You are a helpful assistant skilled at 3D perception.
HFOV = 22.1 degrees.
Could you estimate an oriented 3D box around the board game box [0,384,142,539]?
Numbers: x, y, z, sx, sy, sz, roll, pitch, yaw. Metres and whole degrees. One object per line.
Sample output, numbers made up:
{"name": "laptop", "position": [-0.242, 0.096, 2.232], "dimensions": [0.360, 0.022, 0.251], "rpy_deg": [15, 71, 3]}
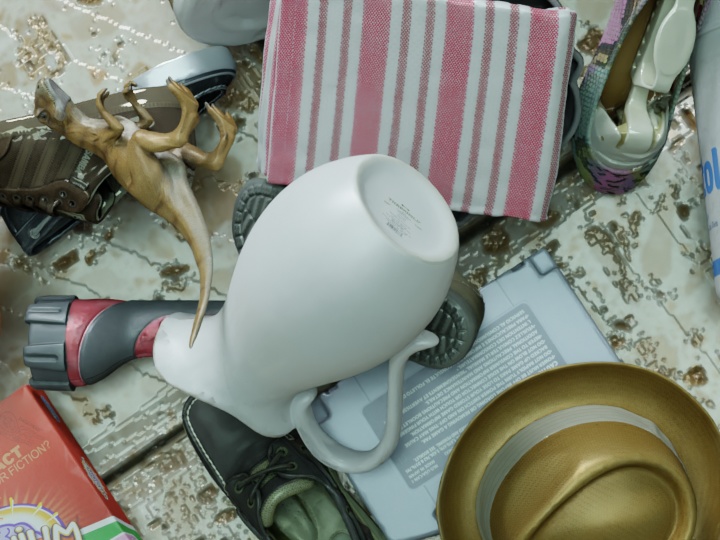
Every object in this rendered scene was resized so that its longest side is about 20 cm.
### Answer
{"name": "board game box", "position": [-0.232, 0.204, 1.272], "dimensions": [0.153, 0.040, 0.200], "rpy_deg": [-36, 81, 1]}

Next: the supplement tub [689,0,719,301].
{"name": "supplement tub", "position": [0.287, -0.079, 1.208], "dimensions": [0.131, 0.132, 0.201], "rpy_deg": [-6, 81, 5]}

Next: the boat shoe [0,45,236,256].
{"name": "boat shoe", "position": [-0.163, -0.081, 1.285], "dimensions": [0.200, 0.072, 0.068], "rpy_deg": [-32, 79, 4]}

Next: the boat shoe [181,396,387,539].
{"name": "boat shoe", "position": [-0.048, 0.151, 1.246], "dimensions": [0.072, 0.066, 0.201], "rpy_deg": [-42, 80, 1]}

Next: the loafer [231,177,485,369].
{"name": "loafer", "position": [0.000, 0.000, 1.244], "dimensions": [0.200, 0.070, 0.075], "rpy_deg": [33, 115, 19]}

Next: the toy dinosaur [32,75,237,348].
{"name": "toy dinosaur", "position": [-0.123, -0.058, 1.165], "dimensions": [0.106, 0.060, 0.200], "rpy_deg": [-47, 71, 13]}

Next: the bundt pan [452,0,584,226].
{"name": "bundt pan", "position": [0.053, -0.136, 1.238], "dimensions": [0.201, 0.076, 0.203], "rpy_deg": [4, 115, 9]}

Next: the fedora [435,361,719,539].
{"name": "fedora", "position": [0.152, 0.156, 1.194], "dimensions": [0.200, 0.082, 0.202], "rpy_deg": [-1, 98, -6]}

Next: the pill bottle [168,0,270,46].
{"name": "pill bottle", "position": [-0.103, -0.265, 1.274], "dimensions": [0.111, 0.111, 0.201], "rpy_deg": [-22, 69, 3]}

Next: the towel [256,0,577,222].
{"name": "towel", "position": [0.035, -0.114, 1.197], "dimensions": [0.199, 0.030, 0.147], "rpy_deg": [9, 115, 4]}

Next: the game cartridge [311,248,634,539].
{"name": "game cartridge", "position": [0.078, 0.093, 1.257], "dimensions": [0.200, 0.042, 0.133], "rpy_deg": [-33, 85, 1]}

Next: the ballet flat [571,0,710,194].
{"name": "ballet flat", "position": [0.184, -0.125, 1.203], "dimensions": [0.069, 0.071, 0.201], "rpy_deg": [6, 123, -11]}

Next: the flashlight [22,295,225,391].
{"name": "flashlight", "position": [-0.128, 0.050, 1.268], "dimensions": [0.199, 0.068, 0.068], "rpy_deg": [1, 102, 5]}

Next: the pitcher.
{"name": "pitcher", "position": [-0.011, 0.034, 1.161], "dimensions": [0.171, 0.121, 0.200], "rpy_deg": [37, 126, -12]}

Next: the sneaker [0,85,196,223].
{"name": "sneaker", "position": [-0.204, -0.064, 1.226], "dimensions": [0.199, 0.070, 0.076], "rpy_deg": [-15, 82, 15]}
